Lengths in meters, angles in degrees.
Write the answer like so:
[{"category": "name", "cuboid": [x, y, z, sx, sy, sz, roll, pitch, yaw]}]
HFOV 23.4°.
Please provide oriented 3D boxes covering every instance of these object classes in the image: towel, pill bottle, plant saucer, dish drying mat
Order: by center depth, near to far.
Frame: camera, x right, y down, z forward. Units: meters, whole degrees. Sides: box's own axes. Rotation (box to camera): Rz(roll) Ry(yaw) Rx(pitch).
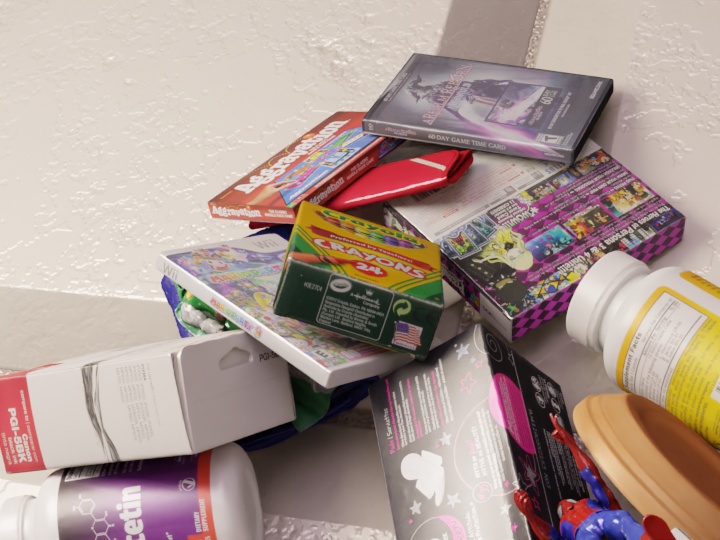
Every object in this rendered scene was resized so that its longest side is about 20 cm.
[{"category": "plant saucer", "cuboid": [0.242, 0.158, 1.280, 0.037, 0.200, 0.200, -50, 52, 14]}, {"category": "pill bottle", "cuboid": [0.267, 0.066, 1.391, 0.200, 0.113, 0.113, 33, 67, 31]}, {"category": "pill bottle", "cuboid": [-0.183, 0.206, 1.395, 0.199, 0.113, 0.113, -10, 52, 6]}, {"category": "towel", "cuboid": [-0.081, 0.058, 1.526, 0.147, 0.050, 0.200, -21, 53, -7]}, {"category": "dish drying mat", "cuboid": [-0.001, -0.074, 1.554, 0.199, 0.018, 0.077, -10, 21, 26]}]

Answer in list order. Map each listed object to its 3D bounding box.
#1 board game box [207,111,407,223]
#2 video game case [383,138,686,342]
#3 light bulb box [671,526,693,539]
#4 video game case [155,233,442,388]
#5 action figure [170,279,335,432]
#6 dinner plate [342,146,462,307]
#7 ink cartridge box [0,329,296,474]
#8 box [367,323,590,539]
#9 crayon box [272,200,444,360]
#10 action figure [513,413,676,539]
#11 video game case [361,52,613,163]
[{"category": "board game box", "cuboid": [-0.039, -0.097, 1.585, 0.103, 0.020, 0.200, 3, 30, 39]}, {"category": "video game case", "cuboid": [0.152, -0.044, 1.528, 0.200, 0.036, 0.181, -29, 52, -23]}, {"category": "light bulb box", "cuboid": [0.244, 0.312, 1.156, 0.125, 0.200, 0.198, -39, 55, -16]}, {"category": "video game case", "cuboid": [-0.050, 0.028, 1.412, 0.200, 0.018, 0.143, 32, 27, 32]}, {"category": "action figure", "cuboid": [-0.091, 0.042, 1.479, 0.200, 0.055, 0.118, 28, 65, 31]}, {"category": "dinner plate", "cuboid": [0.034, -0.041, 1.586, 0.199, 0.024, 0.201, -6, 52, 8]}, {"category": "ink cartridge box", "cuboid": [-0.174, 0.104, 1.402, 0.199, 0.147, 0.083, -10, 92, 34]}, {"category": "box", "cuboid": [0.098, 0.168, 1.329, 0.115, 0.132, 0.201, -29, 49, 23]}, {"category": "crayon box", "cuboid": [0.000, 0.000, 1.410, 0.126, 0.051, 0.200, 17, 16, -5]}, {"category": "action figure", "cuboid": [0.146, 0.157, 1.170, 0.065, 0.200, 0.099, -39, 91, -5]}, {"category": "video game case", "cuboid": [0.119, -0.152, 1.600, 0.199, 0.019, 0.143, 11, 36, 18]}]
